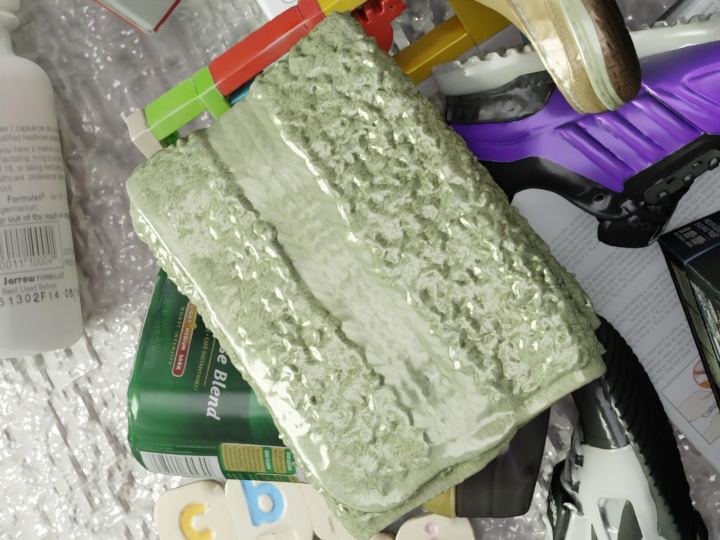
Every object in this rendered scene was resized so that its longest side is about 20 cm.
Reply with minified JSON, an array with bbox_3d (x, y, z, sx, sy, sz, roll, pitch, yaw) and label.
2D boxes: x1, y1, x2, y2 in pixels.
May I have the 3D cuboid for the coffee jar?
[{"bbox_3d":[-0.007,0.057,0.809,0.198,0.086,0.105,7,62,7],"label":"coffee jar"}]

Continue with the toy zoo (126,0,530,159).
[{"bbox_3d":[0.004,-0.081,0.808,0.199,0.021,0.131,-33,131,8],"label":"toy zoo"}]

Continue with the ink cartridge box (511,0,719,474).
[{"bbox_3d":[0.178,-0.015,0.823,0.162,0.050,0.200,-43,98,7],"label":"ink cartridge box"}]

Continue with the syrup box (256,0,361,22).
[{"bbox_3d":[0.028,-0.194,0.813,0.199,0.081,0.079,-34,85,7],"label":"syrup box"}]

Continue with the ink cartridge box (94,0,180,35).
[{"bbox_3d":[-0.130,-0.232,0.794,0.145,0.084,0.200,-50,56,7],"label":"ink cartridge box"}]

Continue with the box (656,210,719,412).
[{"bbox_3d":[0.215,0.075,0.730,0.085,0.164,0.202,-21,100,3],"label":"box"}]

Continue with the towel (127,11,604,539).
[{"bbox_3d":[0.000,0.000,0.735,0.148,0.036,0.201,-37,80,6],"label":"towel"}]

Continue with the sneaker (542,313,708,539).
[{"bbox_3d":[0.116,0.120,0.800,0.088,0.074,0.202,-15,105,21],"label":"sneaker"}]

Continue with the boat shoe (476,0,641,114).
[{"bbox_3d":[0.054,-0.143,0.721,0.076,0.072,0.201,-27,62,12],"label":"boat shoe"}]

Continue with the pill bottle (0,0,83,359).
[{"bbox_3d":[-0.206,-0.055,0.835,0.113,0.114,0.202,-7,91,9],"label":"pill bottle"}]

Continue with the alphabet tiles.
[{"bbox_3d":[-0.026,0.195,0.859,0.198,0.015,0.198,-17,89,9],"label":"alphabet tiles"}]

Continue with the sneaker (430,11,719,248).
[{"bbox_3d":[0.137,-0.062,0.760,0.198,0.070,0.101,-7,97,12],"label":"sneaker"}]
